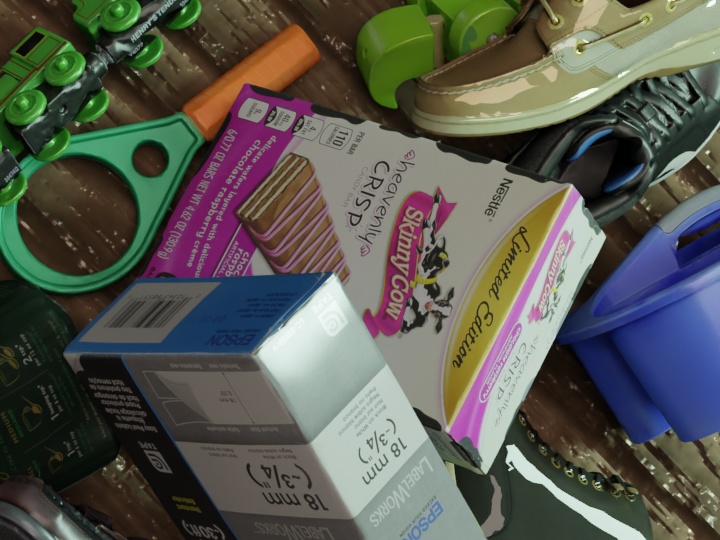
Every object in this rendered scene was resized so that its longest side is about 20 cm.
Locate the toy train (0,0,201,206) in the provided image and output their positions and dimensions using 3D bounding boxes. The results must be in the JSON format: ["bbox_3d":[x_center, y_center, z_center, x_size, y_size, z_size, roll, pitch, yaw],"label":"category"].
[{"bbox_3d":[-0.161,-0.092,1.085,0.056,0.042,0.200,29,69,38],"label":"toy train"}]

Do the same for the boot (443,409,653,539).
[{"bbox_3d":[0.088,0.092,1.112,0.138,0.077,0.200,-1,94,-18],"label":"boot"}]

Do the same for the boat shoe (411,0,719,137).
[{"bbox_3d":[0.113,-0.124,1.085,0.200,0.074,0.066,-22,117,-19],"label":"boat shoe"}]

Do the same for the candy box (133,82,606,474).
[{"bbox_3d":[0.000,0.000,1.049,0.200,0.061,0.136,19,74,30],"label":"candy box"}]

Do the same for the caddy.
[{"bbox_3d":[0.197,0.008,1.108,0.200,0.141,0.105,-28,92,-16],"label":"caddy"}]

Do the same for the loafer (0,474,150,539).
[{"bbox_3d":[-0.113,0.157,1.023,0.063,0.072,0.200,-55,131,-29],"label":"loafer"}]

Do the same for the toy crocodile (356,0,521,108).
[{"bbox_3d":[0.091,-0.141,1.147,0.200,0.068,0.062,-21,130,-18],"label":"toy crocodile"}]

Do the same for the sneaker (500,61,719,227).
[{"bbox_3d":[0.147,-0.073,1.123,0.200,0.112,0.073,-42,95,-14],"label":"sneaker"}]

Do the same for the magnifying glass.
[{"bbox_3d":[-0.104,-0.062,1.113,0.200,0.022,0.080,-39,91,-13],"label":"magnifying glass"}]

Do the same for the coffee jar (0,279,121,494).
[{"bbox_3d":[-0.218,0.093,1.002,0.200,0.085,0.104,-32,111,-30],"label":"coffee jar"}]

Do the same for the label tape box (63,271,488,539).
[{"bbox_3d":[-0.030,0.098,1.001,0.063,0.144,0.200,-46,118,-33],"label":"label tape box"}]
